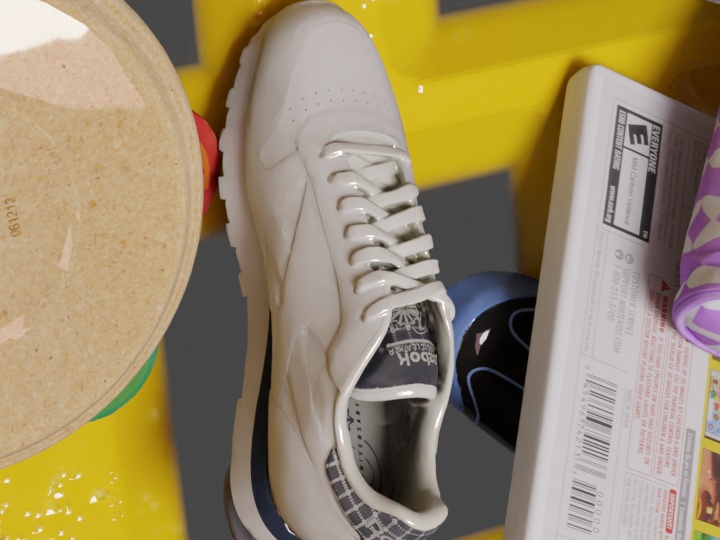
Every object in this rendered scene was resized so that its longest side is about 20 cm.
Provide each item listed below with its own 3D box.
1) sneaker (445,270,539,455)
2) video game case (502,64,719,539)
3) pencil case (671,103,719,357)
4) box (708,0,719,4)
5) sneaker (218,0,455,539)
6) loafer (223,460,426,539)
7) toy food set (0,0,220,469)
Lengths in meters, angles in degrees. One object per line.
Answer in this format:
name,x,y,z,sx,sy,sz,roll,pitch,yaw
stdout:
sneaker,0.112,0.068,0.828,0.199,0.078,0.070,32,93,-31
video game case,0.145,0.042,0.802,0.181,0.023,0.202,21,65,-25
pencil case,0.178,-0.054,0.775,0.083,0.085,0.202,22,70,-16
box,0.189,-0.182,0.720,0.199,0.176,0.097,-37,119,-9
sneaker,0.000,0.000,0.717,0.076,0.080,0.202,0,81,-31
loafer,0.016,0.150,0.770,0.072,0.063,0.201,-26,88,-55
toy food set,-0.142,-0.019,0.693,0.197,0.049,0.201,-32,118,-13
